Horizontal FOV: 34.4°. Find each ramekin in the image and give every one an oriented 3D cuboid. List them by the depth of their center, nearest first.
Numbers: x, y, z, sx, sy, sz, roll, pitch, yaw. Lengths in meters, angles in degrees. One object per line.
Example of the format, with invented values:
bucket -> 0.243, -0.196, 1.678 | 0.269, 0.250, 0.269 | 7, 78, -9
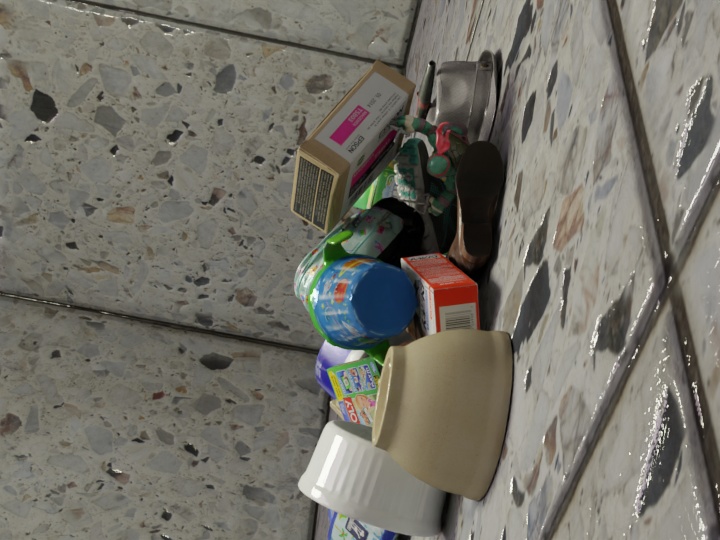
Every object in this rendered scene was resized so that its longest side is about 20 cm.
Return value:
ramekin -> 0.026, 0.273, 1.551 | 0.200, 0.200, 0.098 | -154, 83, -86

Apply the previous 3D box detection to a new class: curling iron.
curling iron -> 0.104, -0.286, 1.883 | 0.200, 0.025, 0.050 | 89, -164, -71

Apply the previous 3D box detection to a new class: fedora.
fedora -> 0.156, -0.264, 1.838 | 0.200, 0.090, 0.177 | -83, 5, -45

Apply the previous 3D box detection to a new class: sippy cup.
sippy cup -> 0.012, 0.042, 1.568 | 0.140, 0.178, 0.130 | -63, 16, -11

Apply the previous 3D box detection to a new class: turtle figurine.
turtle figurine -> 0.116, -0.154, 1.655 | 0.200, 0.100, 0.150 | -28, -71, -63

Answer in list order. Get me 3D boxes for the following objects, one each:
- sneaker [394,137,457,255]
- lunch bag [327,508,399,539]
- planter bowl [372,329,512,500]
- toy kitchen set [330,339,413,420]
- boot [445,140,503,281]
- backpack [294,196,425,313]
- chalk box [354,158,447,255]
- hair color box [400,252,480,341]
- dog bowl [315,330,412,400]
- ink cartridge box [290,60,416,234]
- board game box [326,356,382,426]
sneaker -> 0.111, -0.113, 1.773 | 0.078, 0.091, 0.200 | 34, 141, 57
lunch bag -> 0.019, 0.389, 1.906 | 0.200, 0.127, 0.170 | -106, 26, -52
planter bowl -> 0.088, 0.157, 1.362 | 0.200, 0.134, 0.201 | -169, 90, -86
toy kitchen set -> 0.085, 0.185, 1.803 | 0.200, 0.180, 0.163 | 43, 138, 36
boot -> 0.150, -0.060, 1.638 | 0.200, 0.064, 0.187 | 98, -179, -68
backpack -> 0.000, 0.000, 1.721 | 0.200, 0.126, 0.167 | -44, -33, -28
chalk box -> 0.070, -0.116, 1.873 | 0.124, 0.199, 0.125 | -89, 10, -68
hair color box -> 0.105, 0.052, 1.555 | 0.200, 0.064, 0.111 | -126, 30, -76
dog bowl -> 0.021, 0.142, 1.955 | 0.200, 0.079, 0.200 | -33, -37, -29
ink cartridge box -> -0.011, -0.175, 1.666 | 0.200, 0.075, 0.165 | -51, -12, -26
board game box -> 0.027, 0.228, 1.719 | 0.134, 0.029, 0.200 | -20, 90, 54
